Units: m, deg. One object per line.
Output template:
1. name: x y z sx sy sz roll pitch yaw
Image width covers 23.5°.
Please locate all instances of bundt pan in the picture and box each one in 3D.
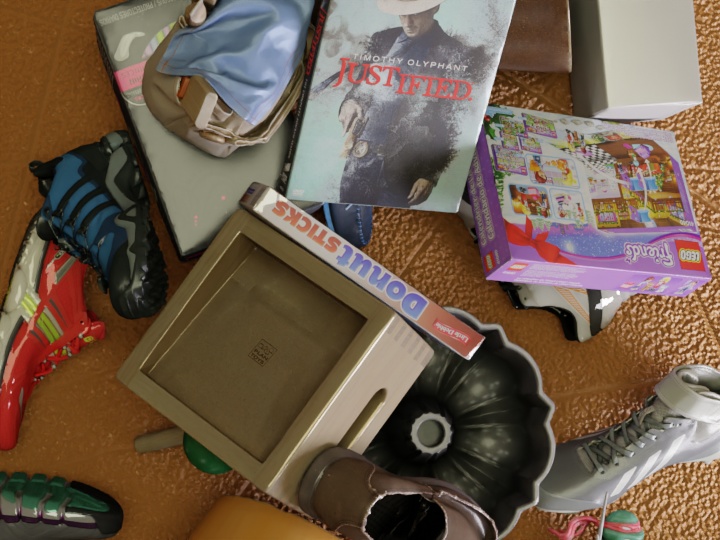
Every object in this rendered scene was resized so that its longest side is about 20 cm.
1. bundt pan: 0.051 0.128 1.383 0.202 0.076 0.202 0 87 -6

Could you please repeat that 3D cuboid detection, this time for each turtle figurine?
1. turtle figurine: 0.214 0.268 1.383 0.150 0.101 0.200 2 96 -23

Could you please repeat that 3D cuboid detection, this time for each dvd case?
1. dvd case: 0.028 -0.139 1.281 0.146 0.022 0.200 4 116 -21

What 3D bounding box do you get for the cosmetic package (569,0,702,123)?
1. cosmetic package: 0.214 -0.223 1.405 0.085 0.108 0.200 -6 90 -9

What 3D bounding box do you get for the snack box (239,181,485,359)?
1. snack box: 0.000 0.000 1.294 0.200 0.072 0.024 35 87 -14

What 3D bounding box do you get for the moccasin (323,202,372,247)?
1. moccasin: 0.003 -0.102 1.348 0.068 0.080 0.200 1 127 6

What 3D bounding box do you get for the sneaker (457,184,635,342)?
1. sneaker: 0.130 -0.016 1.402 0.200 0.074 0.080 35 86 -4

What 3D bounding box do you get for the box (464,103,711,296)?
1. box: 0.176 -0.054 1.366 0.200 0.039 0.137 5 62 -30

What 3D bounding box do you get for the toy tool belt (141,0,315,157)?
1. toy tool belt: -0.082 -0.186 1.254 0.125 0.123 0.200 25 82 -8

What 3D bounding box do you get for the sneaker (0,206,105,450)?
1. sneaker: -0.244 0.050 1.355 0.085 0.077 0.200 17 86 -11

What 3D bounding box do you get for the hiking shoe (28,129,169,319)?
1. hiking shoe: -0.197 -0.024 1.297 0.087 0.200 0.074 -16 128 -4

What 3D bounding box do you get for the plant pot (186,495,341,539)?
1. plant pot: -0.090 0.280 1.314 0.200 0.200 0.183 26 69 -5

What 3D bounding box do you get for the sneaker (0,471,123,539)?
1. sneaker: -0.286 0.205 1.352 0.200 0.074 0.088 7 100 3

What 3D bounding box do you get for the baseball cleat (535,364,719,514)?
1. baseball cleat: 0.224 0.128 1.392 0.200 0.107 0.070 -19 46 -14

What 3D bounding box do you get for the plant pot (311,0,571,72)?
1. plant pot: 0.059 -0.239 1.365 0.200 0.187 0.187 -6 88 6

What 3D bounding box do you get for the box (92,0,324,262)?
1. box: -0.121 -0.120 1.360 0.122 0.106 0.200 -21 90 -7

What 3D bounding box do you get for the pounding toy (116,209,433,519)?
1. pounding toy: -0.078 0.086 1.299 0.184 0.142 0.200 34 85 27

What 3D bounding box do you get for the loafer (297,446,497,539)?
1. loafer: 0.038 0.191 1.264 0.200 0.071 0.073 24 95 -44
